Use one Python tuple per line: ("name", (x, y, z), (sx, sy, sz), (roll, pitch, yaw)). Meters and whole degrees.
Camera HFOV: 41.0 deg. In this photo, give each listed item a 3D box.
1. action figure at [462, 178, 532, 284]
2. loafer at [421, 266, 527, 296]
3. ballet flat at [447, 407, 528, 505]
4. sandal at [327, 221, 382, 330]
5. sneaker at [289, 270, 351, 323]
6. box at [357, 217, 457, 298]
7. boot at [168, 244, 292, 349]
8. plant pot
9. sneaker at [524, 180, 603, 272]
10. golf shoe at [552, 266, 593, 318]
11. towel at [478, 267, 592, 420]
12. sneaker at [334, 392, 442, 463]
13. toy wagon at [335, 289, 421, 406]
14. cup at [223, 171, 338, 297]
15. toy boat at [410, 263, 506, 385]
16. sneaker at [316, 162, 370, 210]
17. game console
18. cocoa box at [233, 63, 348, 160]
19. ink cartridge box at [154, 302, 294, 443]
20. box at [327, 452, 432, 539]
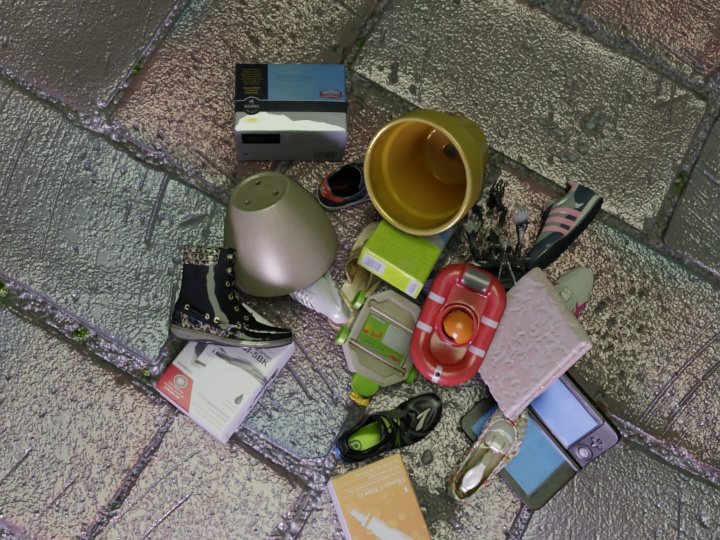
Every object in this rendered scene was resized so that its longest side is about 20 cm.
("action figure", (0.232, -0.072, 1.675), (0.117, 0.103, 0.202), (-8, 47, -4))
("loafer", (0.204, 0.022, 1.699), (0.197, 0.069, 0.071), (2, 40, -2))
("ballet flat", (0.212, 0.305, 1.581), (0.075, 0.064, 0.201), (32, 94, 10))
("sandal", (0.005, 0.002, 1.679), (0.077, 0.070, 0.214), (25, 73, 2))
("sneaker", (-0.081, 0.031, 1.635), (0.080, 0.077, 0.200), (-29, 43, -8))
("box", (0.087, -0.055, 1.682), (0.121, 0.048, 0.201), (31, 46, 3))
("boot", (-0.202, 0.043, 1.542), (0.200, 0.073, 0.156), (6, 91, 3))
("plant pot", (0.131, -0.185, 1.659), (0.200, 0.202, 0.189), (41, 33, 7))
("sneaker", (0.349, -0.080, 1.744), (0.082, 0.070, 0.200), (39, 71, 24))
("golf shoe", (0.346, 0.066, 1.680), (0.072, 0.092, 0.200), (42, 73, 8))
("towel", (0.272, 0.119, 1.593), (0.191, 0.032, 0.201), (-48, 38, 17))
("sneaker", (0.051, 0.264, 1.600), (0.197, 0.083, 0.071), (-23, 77, -11))
("toy wagon", (0.031, 0.135, 1.643), (0.154, 0.040, 0.202), (30, 74, -13))
("cup", (-0.149, -0.078, 1.606), (0.197, 0.144, 0.202), (-10, 43, 9))
("toy boat", (0.159, 0.092, 1.581), (0.129, 0.131, 0.202), (23, 94, 4))
("sneaker", (0.018, -0.168, 1.722), (0.198, 0.085, 0.076), (-25, 77, -12))
("game console", (0.299, 0.265, 1.606), (0.200, 0.173, 0.118), (49, 44, 9))
("cocoa box", (-0.125, -0.281, 1.716), (0.197, 0.134, 0.133), (-1, 73, -5))
("ink cartridge box", (-0.223, 0.161, 1.606), (0.146, 0.083, 0.201), (35, 74, 6))
("box", (0.037, 0.413, 1.548), (0.123, 0.098, 0.202), (-19, 77, -10))
